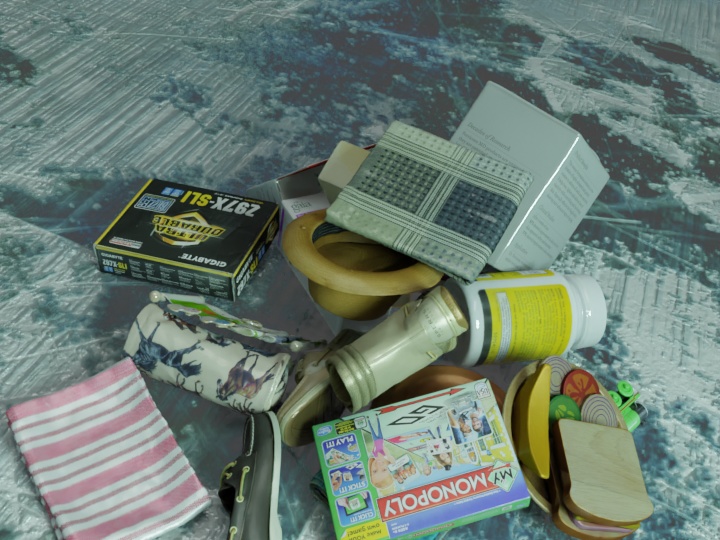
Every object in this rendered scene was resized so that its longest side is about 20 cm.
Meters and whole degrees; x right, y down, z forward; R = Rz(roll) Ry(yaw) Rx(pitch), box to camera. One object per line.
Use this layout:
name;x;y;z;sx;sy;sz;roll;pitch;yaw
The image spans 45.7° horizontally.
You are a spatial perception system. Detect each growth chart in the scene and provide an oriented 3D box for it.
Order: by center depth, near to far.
growth chart;-0.143;0.062;1.016;0.196;0.018;0.145;19;1;8

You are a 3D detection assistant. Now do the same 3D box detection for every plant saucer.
plant saucer;0.106;0.176;0.964;0.195;0.038;0.202;8;38;-6

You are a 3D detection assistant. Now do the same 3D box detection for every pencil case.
pencil case;-0.175;0.102;0.970;0.196;0.079;0.089;20;13;9

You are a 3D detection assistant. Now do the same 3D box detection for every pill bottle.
pill bottle;0.207;0.058;1.096;0.196;0.116;0.115;-4;42;-18

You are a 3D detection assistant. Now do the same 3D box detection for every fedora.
fedora;0.000;0.000;1.000;0.196;0.083;0.202;11;31;-6

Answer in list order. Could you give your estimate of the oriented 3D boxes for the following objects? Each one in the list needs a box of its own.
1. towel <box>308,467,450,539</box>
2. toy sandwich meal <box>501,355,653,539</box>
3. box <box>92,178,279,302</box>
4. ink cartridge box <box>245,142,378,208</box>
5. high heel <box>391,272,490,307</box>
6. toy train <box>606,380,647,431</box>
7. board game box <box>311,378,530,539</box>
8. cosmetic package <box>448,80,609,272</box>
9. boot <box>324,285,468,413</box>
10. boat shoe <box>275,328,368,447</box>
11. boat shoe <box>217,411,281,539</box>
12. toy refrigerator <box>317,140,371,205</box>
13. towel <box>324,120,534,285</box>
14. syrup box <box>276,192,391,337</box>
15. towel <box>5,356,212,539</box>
towel;0.056;0.221;0.937;0.146;0.022;0.199;34;44;23
toy sandwich meal;0.239;0.185;0.926;0.201;0.070;0.209;13;59;-23
box;-0.223;-0.045;1.129;0.196;0.050;0.161;12;39;13
ink cartridge box;-0.042;-0.139;1.234;0.198;0.044;0.172;-24;9;-35
high heel;0.117;0.004;1.172;0.195;0.068;0.097;3;44;-10
toy train;0.279;0.196;1.014;0.198;0.042;0.056;-27;64;-37
board game box;0.059;0.201;0.879;0.196;0.029;0.137;-15;57;-4
cosmetic package;0.207;-0.110;1.179;0.166;0.202;0.167;37;6;32
boot;0.034;0.092;0.950;0.154;0.200;0.074;-33;84;-8
boat shoe;-0.045;0.129;0.985;0.064;0.073;0.200;21;36;23
boat shoe;-0.112;0.224;0.849;0.059;0.073;0.204;7;42;-13
toy refrigerator;0.050;-0.093;1.100;0.197;0.076;0.071;25;73;24
towel;0.081;-0.083;1.010;0.197;0.035;0.194;25;55;16
syrup box;-0.037;-0.012;1.139;0.077;0.083;0.201;-13;47;-27
towel;-0.257;0.190;0.866;0.144;0.030;0.201;-23;56;-27
